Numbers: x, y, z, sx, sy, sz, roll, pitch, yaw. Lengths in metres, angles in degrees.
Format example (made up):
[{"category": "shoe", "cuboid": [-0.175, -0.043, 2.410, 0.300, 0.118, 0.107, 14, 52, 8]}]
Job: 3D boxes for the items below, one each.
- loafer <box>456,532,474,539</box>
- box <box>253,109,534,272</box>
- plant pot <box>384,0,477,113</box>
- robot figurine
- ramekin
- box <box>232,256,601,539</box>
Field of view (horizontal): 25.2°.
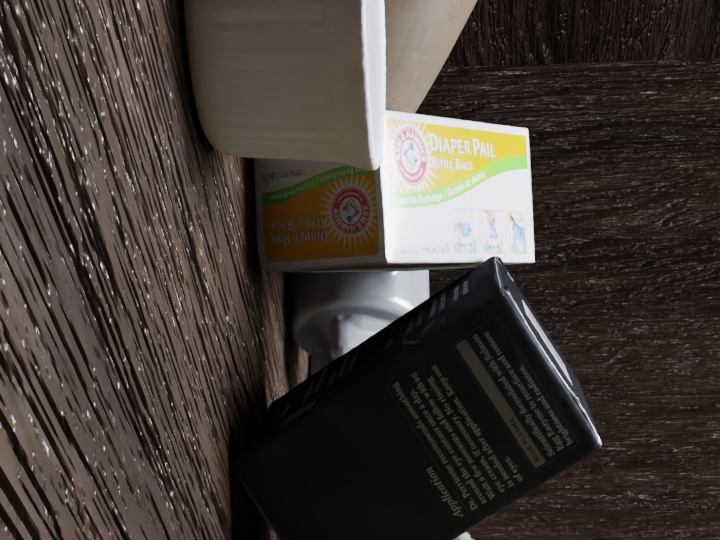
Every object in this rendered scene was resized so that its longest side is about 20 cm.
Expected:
[{"category": "loafer", "cuboid": [0.016, 0.209, 1.323, 0.200, 0.070, 0.070, 32, -43, 39]}, {"category": "box", "cuboid": [0.028, -0.052, 1.143, 0.200, 0.112, 0.102, -1, 87, -54]}, {"category": "plant pot", "cuboid": [0.009, -0.208, 1.174, 0.200, 0.199, 0.175, -27, 132, -86]}, {"category": "robot figurine", "cuboid": [0.000, 0.000, 1.323, 0.170, 0.112, 0.201, -44, -143, 51]}, {"category": "ramekin", "cuboid": [-0.039, -0.156, 0.902, 0.200, 0.097, 0.202, -1, 90, -86]}, {"category": "box", "cuboid": [0.039, 0.099, 1.046, 0.118, 0.200, 0.197, 57, 7, -3]}]
